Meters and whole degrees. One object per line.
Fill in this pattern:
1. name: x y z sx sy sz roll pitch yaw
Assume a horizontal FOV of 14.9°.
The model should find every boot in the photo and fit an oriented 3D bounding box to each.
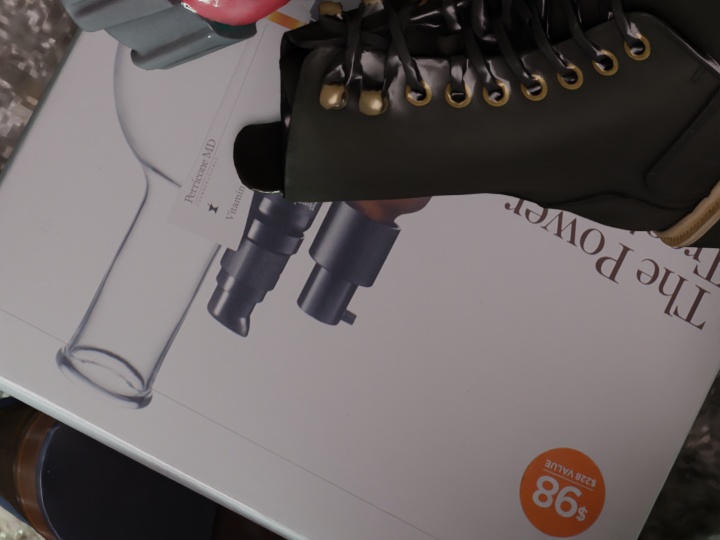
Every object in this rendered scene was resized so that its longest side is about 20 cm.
1. boot: 0.048 -0.058 0.649 0.138 0.078 0.200 2 152 -8
2. boot: -0.029 0.070 0.855 0.200 0.097 0.075 19 84 -31

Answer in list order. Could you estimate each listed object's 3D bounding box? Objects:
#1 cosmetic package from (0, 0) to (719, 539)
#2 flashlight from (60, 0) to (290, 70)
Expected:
1. cosmetic package: 0.000 0.000 0.760 0.200 0.052 0.151 28 84 -7
2. flashlight: 0.014 -0.110 0.654 0.200 0.068 0.068 -20 141 34
